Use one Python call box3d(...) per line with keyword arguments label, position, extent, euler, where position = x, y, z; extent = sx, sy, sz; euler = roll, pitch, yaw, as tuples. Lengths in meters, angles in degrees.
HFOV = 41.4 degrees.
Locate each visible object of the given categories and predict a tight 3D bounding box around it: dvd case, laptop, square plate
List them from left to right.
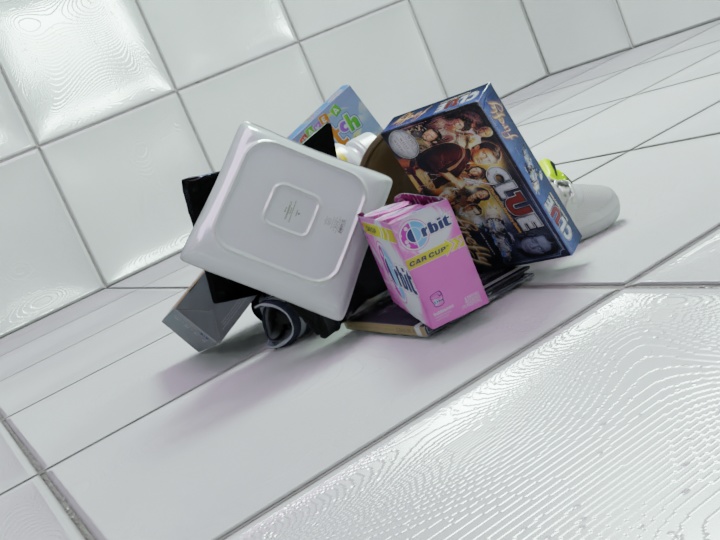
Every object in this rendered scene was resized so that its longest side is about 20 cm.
box3d(label="laptop", position=(-0.113, -0.075, 1.223), extent=(0.199, 0.178, 0.103), euler=(-13, 29, -5))
box3d(label="square plate", position=(-0.080, -0.065, 1.100), extent=(0.028, 0.197, 0.201), euler=(115, 176, -65))
box3d(label="dvd case", position=(0.084, 0.033, 1.084), extent=(0.148, 0.016, 0.200), euler=(-27, 10, -23))

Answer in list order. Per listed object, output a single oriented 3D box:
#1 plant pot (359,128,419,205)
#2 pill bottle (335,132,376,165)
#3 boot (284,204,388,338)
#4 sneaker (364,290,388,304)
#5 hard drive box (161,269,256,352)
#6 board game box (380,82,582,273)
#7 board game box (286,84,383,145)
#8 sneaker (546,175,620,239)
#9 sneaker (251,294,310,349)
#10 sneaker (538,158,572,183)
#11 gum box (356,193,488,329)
box3d(label="plant pot", position=(0.097, -0.112, 1.282), extent=(0.200, 0.202, 0.093), euler=(-21, 8, 11))
box3d(label="pill bottle", position=(-0.050, -0.107, 1.340), extent=(0.200, 0.115, 0.114), euler=(-31, 12, -16))
box3d(label="boot", position=(-0.040, -0.033, 1.154), extent=(0.168, 0.200, 0.077), euler=(-37, -18, -27))
box3d(label="sneaker", position=(0.000, 0.000, 1.291), extent=(0.080, 0.072, 0.200), euler=(-34, 12, -28))
box3d(label="hard drive box", position=(-0.195, 0.028, 1.339), extent=(0.156, 0.077, 0.200), euler=(-53, 8, -17))
box3d(label="board game box", position=(0.128, -0.090, 1.006), extent=(0.135, 0.200, 0.035), euler=(-12, 32, 45))
box3d(label="board game box", position=(-0.015, -0.154, 1.442), extent=(0.151, 0.200, 0.037), euler=(-45, 21, -12))
box3d(label="sneaker", position=(0.200, -0.091, 1.080), extent=(0.199, 0.116, 0.074), euler=(-9, 43, -1))
box3d(label="sneaker", position=(-0.114, 0.055, 1.270), extent=(0.108, 0.070, 0.200), euler=(-29, 14, -37))
box3d(label="sneaker", position=(0.233, -0.080, 1.234), extent=(0.084, 0.074, 0.200), euler=(-48, 3, 25))
box3d(label="gum box", position=(0.060, -0.017, 1.022), extent=(0.066, 0.114, 0.200), euler=(-25, 10, -7))
